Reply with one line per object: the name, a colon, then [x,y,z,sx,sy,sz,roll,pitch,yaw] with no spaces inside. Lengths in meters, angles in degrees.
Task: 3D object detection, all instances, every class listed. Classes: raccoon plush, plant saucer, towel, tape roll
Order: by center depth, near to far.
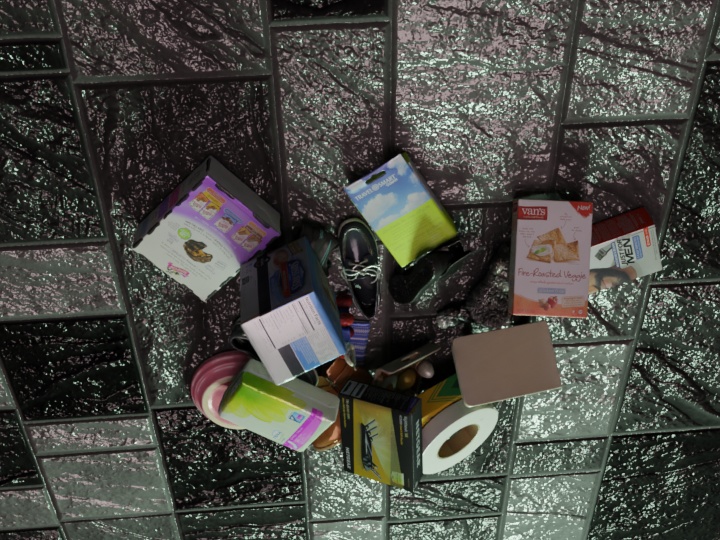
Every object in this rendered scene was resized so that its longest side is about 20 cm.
raccoon plush: [0.221,0.039,1.530,0.197,0.097,0.135,-19,119,9]
towel: [-0.062,0.180,1.644,0.142,0.024,0.203,3,126,-9]
plant saucer: [-0.245,0.252,1.662,0.197,0.051,0.203,-3,128,-3]
tape roll: [0.191,0.335,1.671,0.200,0.037,0.205,-25,143,-20]

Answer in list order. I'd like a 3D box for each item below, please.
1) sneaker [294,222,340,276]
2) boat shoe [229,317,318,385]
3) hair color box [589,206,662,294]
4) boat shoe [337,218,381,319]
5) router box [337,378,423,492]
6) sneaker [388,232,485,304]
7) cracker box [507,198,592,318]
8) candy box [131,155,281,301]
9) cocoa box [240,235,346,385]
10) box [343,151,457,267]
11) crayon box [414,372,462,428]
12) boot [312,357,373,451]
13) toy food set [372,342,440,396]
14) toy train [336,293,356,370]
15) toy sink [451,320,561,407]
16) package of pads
sneaker: [-0.097,0.011,1.482,0.078,0.076,0.202,11,125,-16]
boat shoe: [-0.168,0.172,1.568,0.199,0.062,0.073,40,119,-8]
hair color box: [0.446,-0.026,1.517,0.197,0.064,0.112,-19,127,10]
boat shoe: [0.000,0.000,1.491,0.073,0.062,0.202,-7,127,0]
router box: [0.041,0.321,1.592,0.155,0.052,0.203,11,124,23]
sneaker: [0.135,-0.003,1.495,0.103,0.061,0.200,-27,172,-32]
cracker box: [0.332,-0.022,1.442,0.131,0.058,0.204,2,91,0]
candy box: [-0.263,-0.068,1.408,0.199,0.072,0.167,-38,122,20]
cocoa box: [-0.113,0.061,1.353,0.130,0.201,0.135,-24,118,5]
box: [0.069,-0.111,1.424,0.121,0.048,0.201,-30,124,15]
crayon box: [0.162,0.283,1.661,0.198,0.051,0.128,-28,145,-14]
boot: [-0.064,0.260,1.649,0.200,0.074,0.154,-45,123,7]
toy food set: [0.089,0.246,1.641,0.142,0.060,0.203,-22,136,-36]
toy train: [-0.067,0.122,1.487,0.113,0.201,0.086,-3,117,-1]
toy sink: [0.264,0.183,1.575,0.196,0.133,0.112,-10,170,-13]
package of pads: [-0.160,0.261,1.570,0.198,0.069,0.155,27,138,-14]
